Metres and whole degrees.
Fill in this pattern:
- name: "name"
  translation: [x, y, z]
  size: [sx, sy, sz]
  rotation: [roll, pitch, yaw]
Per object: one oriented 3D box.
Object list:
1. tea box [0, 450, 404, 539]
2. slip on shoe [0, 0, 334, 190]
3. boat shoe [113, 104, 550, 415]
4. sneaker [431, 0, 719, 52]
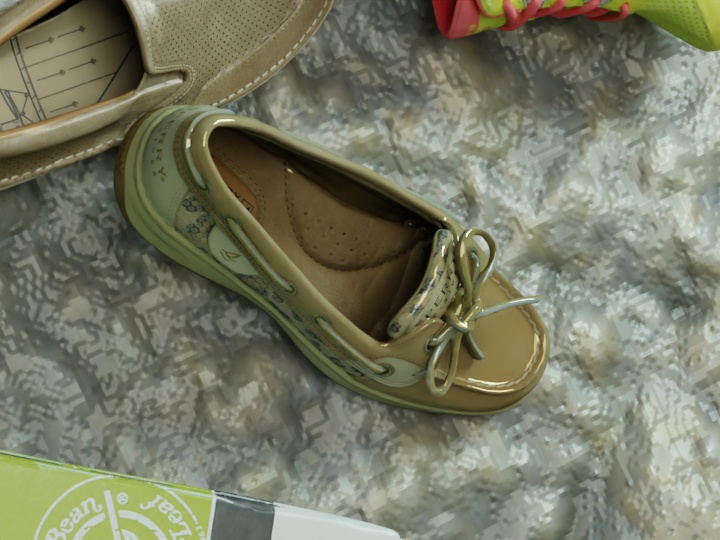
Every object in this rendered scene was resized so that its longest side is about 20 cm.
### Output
- name: "tea box"
  translation: [-0.108, 0.172, 0.836]
  size: [0.196, 0.134, 0.201]
  rotation: [12, 77, -17]
- name: "slip on shoe"
  translation: [-0.087, -0.090, 0.927]
  size: [0.200, 0.061, 0.076]
  rotation: [-26, 90, -21]
- name: "boat shoe"
  translation: [0.000, 0.000, 0.929]
  size: [0.200, 0.063, 0.074]
  rotation: [27, 73, -27]
- name: "sneaker"
  translation: [0.066, -0.126, 0.982]
  size: [0.200, 0.078, 0.091]
  rotation: [25, 84, -19]
